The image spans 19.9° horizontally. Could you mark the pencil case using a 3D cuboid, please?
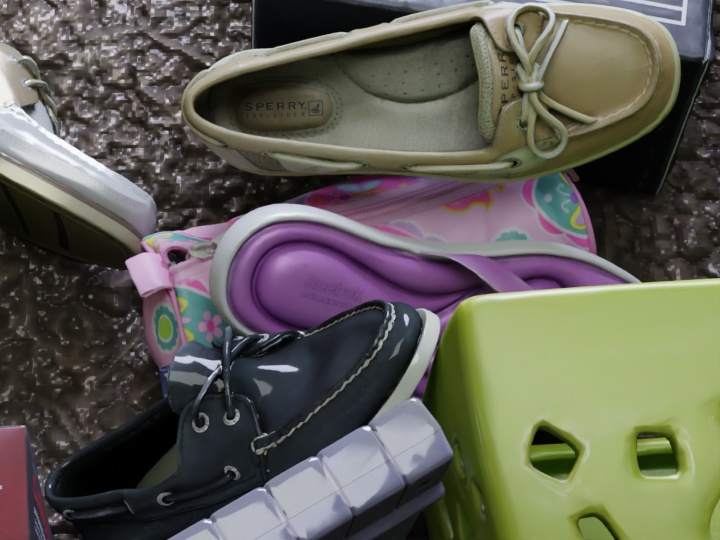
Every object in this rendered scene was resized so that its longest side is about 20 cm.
[{"bbox_3d":[0.000,0.000,0.888,0.199,0.088,0.088,-16,62,-12],"label":"pencil case"}]

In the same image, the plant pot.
[{"bbox_3d":[0.131,0.121,0.768,0.199,0.199,0.182,-4,67,-4],"label":"plant pot"}]

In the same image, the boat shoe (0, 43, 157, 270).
[{"bbox_3d":[-0.171,-0.070,0.925,0.200,0.075,0.068,27,69,13],"label":"boat shoe"}]

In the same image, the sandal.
[{"bbox_3d":[0.037,0.026,0.836,0.202,0.050,0.083,9,103,-19],"label":"sandal"}]

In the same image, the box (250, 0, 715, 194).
[{"bbox_3d":[0.063,-0.160,0.958,0.199,0.123,0.199,10,62,1],"label":"box"}]

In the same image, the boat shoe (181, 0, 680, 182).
[{"bbox_3d":[0.029,-0.072,0.832,0.200,0.063,0.073,-1,92,7],"label":"boat shoe"}]

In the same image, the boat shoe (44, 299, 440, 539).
[{"bbox_3d":[-0.053,0.058,0.791,0.066,0.199,0.075,39,45,-18],"label":"boat shoe"}]

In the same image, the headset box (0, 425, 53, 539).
[{"bbox_3d":[-0.149,0.160,0.755,0.075,0.149,0.201,-4,61,-5],"label":"headset box"}]

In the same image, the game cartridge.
[{"bbox_3d":[-0.038,0.119,0.754,0.129,0.200,0.038,-33,76,-18],"label":"game cartridge"}]
